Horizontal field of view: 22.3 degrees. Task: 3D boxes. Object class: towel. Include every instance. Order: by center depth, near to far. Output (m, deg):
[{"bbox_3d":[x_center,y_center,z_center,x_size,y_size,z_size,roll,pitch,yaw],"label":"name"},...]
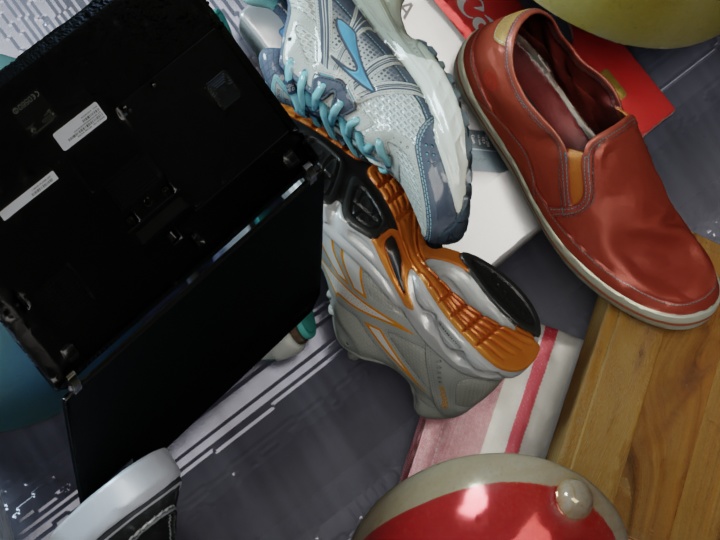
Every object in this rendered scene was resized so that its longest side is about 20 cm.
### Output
[{"bbox_3d":[0.125,0.116,1.018,0.198,0.023,0.145,21,79,-4],"label":"towel"}]

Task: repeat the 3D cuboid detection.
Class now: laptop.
[{"bbox_3d":[-0.113,-0.014,0.874,0.177,0.103,0.201,-43,104,-27],"label":"laptop"}]

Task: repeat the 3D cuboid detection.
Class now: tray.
[{"bbox_3d":[0.164,0.070,0.983,0.098,0.037,0.201,24,59,-2],"label":"tray"}]

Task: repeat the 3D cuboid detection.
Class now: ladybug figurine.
[{"bbox_3d":[0.058,0.166,0.918,0.135,0.200,0.072,27,45,-5],"label":"ladybug figurine"}]

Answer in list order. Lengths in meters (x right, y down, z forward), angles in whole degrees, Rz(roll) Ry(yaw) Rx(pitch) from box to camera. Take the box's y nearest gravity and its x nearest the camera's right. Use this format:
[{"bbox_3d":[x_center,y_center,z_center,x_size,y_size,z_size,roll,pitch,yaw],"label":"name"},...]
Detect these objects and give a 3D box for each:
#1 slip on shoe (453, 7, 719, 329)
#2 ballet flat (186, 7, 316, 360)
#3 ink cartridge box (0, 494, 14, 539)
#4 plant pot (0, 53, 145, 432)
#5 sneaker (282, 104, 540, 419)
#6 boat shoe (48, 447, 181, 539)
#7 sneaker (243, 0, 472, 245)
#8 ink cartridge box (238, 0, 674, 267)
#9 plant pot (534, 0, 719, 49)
[{"bbox_3d":[0.126,-0.054,0.975,0.074,0.061,0.201,-33,86,-32],"label":"slip on shoe"},{"bbox_3d":[-0.082,-0.044,1.001,0.069,0.069,0.202,-16,85,-8],"label":"ballet flat"},{"bbox_3d":[-0.195,0.173,0.852,0.047,0.161,0.201,-5,47,-2],"label":"ink cartridge box"},{"bbox_3d":[-0.203,-0.021,0.931,0.198,0.161,0.203,1,83,-6],"label":"plant pot"},{"bbox_3d":[0.000,0.000,0.976,0.200,0.092,0.076,49,41,11],"label":"sneaker"},{"bbox_3d":[-0.118,0.157,0.898,0.073,0.200,0.068,-31,74,-39],"label":"boat shoe"},{"bbox_3d":[-0.005,-0.093,0.951,0.086,0.078,0.201,-19,66,-12],"label":"sneaker"},{"bbox_3d":[0.058,-0.117,1.030,0.176,0.045,0.200,-39,88,-8],"label":"ink cartridge box"},{"bbox_3d":[0.164,-0.241,0.971,0.198,0.142,0.202,11,59,-18],"label":"plant pot"}]
